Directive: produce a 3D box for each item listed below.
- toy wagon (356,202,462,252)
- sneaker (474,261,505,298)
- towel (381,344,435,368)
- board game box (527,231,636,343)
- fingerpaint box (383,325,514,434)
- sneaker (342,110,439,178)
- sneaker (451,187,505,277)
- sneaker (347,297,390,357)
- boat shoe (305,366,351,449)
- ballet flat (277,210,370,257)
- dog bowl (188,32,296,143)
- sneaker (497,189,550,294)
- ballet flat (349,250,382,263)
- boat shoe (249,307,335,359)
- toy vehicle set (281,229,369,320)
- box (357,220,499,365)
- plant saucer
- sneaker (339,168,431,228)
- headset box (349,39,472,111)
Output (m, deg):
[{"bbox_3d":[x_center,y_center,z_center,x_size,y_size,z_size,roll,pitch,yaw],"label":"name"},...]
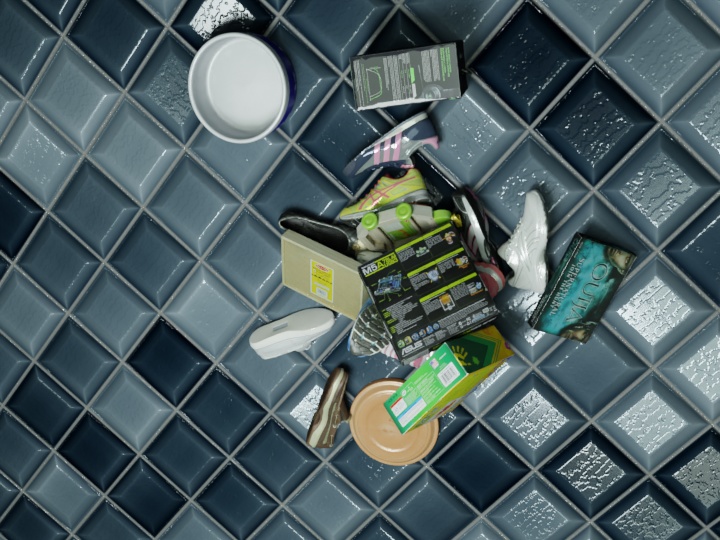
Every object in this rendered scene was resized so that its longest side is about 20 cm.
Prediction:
[{"bbox_3d":[0.096,-0.082,1.470,0.197,0.155,0.040,-15,64,19],"label":"toy wagon"},{"bbox_3d":[0.169,0.018,1.463,0.197,0.087,0.075,11,135,31],"label":"sneaker"},{"bbox_3d":[0.078,0.102,1.525,0.198,0.030,0.149,21,101,42],"label":"towel"},{"bbox_3d":[0.419,0.037,1.466,0.133,0.028,0.203,15,113,-20],"label":"board game box"},{"bbox_3d":[0.161,0.199,1.421,0.074,0.165,0.201,54,128,20],"label":"fingerpaint box"},{"bbox_3d":[0.059,-0.217,1.470,0.198,0.070,0.083,-31,95,21],"label":"sneaker"},{"bbox_3d":[0.207,-0.054,1.488,0.085,0.080,0.203,-17,101,22],"label":"sneaker"},{"bbox_3d":[0.028,0.099,1.458,0.078,0.201,0.090,40,133,-4],"label":"sneaker"},{"bbox_3d":[-0.054,0.299,1.669,0.074,0.075,0.205,18,118,-7],"label":"boat shoe"},{"bbox_3d":[-0.075,-0.067,1.556,0.196,0.057,0.068,17,112,7],"label":"ballet flat"},{"bbox_3d":[-0.225,-0.352,1.486,0.196,0.079,0.204,4,108,12],"label":"dog bowl"},{"bbox_3d":[0.308,-0.053,1.467,0.097,0.078,0.204,2,107,15],"label":"sneaker"},{"bbox_3d":[0.000,0.000,1.534,0.199,0.070,0.066,-29,89,38],"label":"ballet flat"},{"bbox_3d":[-0.137,0.141,1.636,0.197,0.073,0.069,-22,124,11],"label":"boat shoe"},{"bbox_3d":[-0.071,0.012,1.529,0.198,0.026,0.126,25,134,23],"label":"toy vehicle set"},{"bbox_3d":[0.120,0.040,1.392,0.197,0.048,0.195,-26,70,-3],"label":"box"},{"bbox_3d":[0.071,0.330,1.666,0.196,0.032,0.204,4,108,11],"label":"plant saucer"},{"bbox_3d":[0.046,-0.139,1.506,0.197,0.078,0.092,-15,70,26],"label":"sneaker"},{"bbox_3d":[0.097,-0.347,1.365,0.196,0.174,0.095,-5,106,13],"label":"headset box"}]
